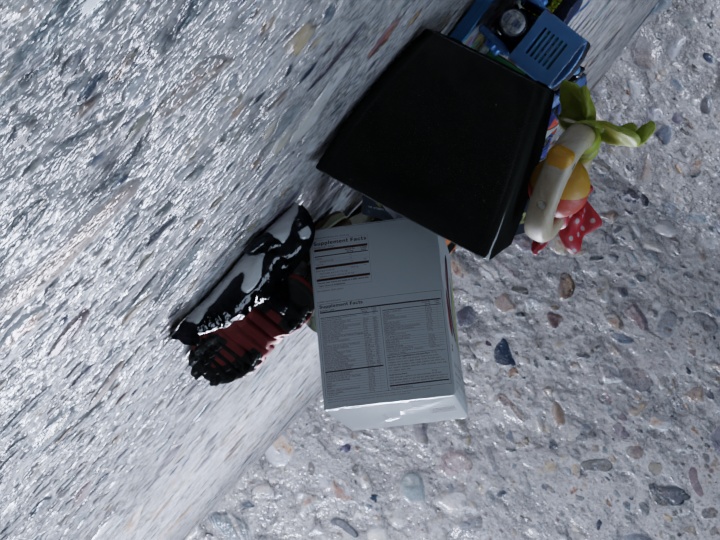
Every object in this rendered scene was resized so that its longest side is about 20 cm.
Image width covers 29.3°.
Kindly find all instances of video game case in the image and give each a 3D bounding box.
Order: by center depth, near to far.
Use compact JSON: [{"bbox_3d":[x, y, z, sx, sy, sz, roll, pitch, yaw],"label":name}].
[{"bbox_3d":[0.135,-0.275,1.613,0.143,0.018,0.200,-52,174,27],"label":"video game case"}]

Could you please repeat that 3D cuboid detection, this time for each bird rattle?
[{"bbox_3d":[0.209,-0.094,1.447,0.163,0.113,0.200,-37,157,-54],"label":"bird rattle"}]

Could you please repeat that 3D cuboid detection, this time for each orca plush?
[{"bbox_3d":[-0.105,0.019,1.444,0.200,0.071,0.105,-45,173,-35],"label":"orca plush"}]

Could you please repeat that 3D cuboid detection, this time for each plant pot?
[{"bbox_3d":[0.098,-0.142,1.437,0.178,0.200,0.200,-64,171,11],"label":"plant pot"}]

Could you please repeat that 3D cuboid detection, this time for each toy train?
[{"bbox_3d":[0.203,-0.260,1.568,0.087,0.114,0.200,-50,174,12],"label":"toy train"}]

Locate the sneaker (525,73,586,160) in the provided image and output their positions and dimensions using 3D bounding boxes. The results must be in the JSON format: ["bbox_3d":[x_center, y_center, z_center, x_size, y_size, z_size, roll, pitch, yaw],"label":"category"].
[{"bbox_3d":[0.204,-0.175,1.650,0.200,0.075,0.078,-44,136,-26],"label":"sneaker"}]

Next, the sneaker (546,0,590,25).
[{"bbox_3d":[0.283,-0.383,1.794,0.200,0.074,0.082,-45,180,40],"label":"sneaker"}]

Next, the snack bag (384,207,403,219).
[{"bbox_3d":[0.093,-0.151,1.639,0.200,0.021,0.189,-45,-159,4],"label":"snack bag"}]

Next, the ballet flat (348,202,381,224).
[{"bbox_3d":[0.016,-0.069,1.854,0.200,0.068,0.075,-45,161,-14],"label":"ballet flat"}]

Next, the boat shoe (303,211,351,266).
[{"bbox_3d":[-0.069,0.017,1.683,0.202,0.075,0.075,-47,174,-19],"label":"boat shoe"}]

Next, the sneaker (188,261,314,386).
[{"bbox_3d":[-0.118,0.057,1.571,0.200,0.071,0.098,-41,-165,30],"label":"sneaker"}]

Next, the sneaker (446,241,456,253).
[{"bbox_3d":[0.057,-0.001,1.855,0.200,0.070,0.090,-38,143,-16],"label":"sneaker"}]

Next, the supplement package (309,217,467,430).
[{"bbox_3d":[0.034,0.064,1.552,0.147,0.200,0.191,-7,166,6],"label":"supplement package"}]

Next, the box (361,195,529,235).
[{"bbox_3d":[0.126,-0.088,1.766,0.158,0.200,0.051,-15,114,-51],"label":"box"}]

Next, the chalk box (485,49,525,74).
[{"bbox_3d":[0.180,-0.197,1.768,0.125,0.124,0.200,-57,-179,5],"label":"chalk box"}]

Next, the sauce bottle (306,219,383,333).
[{"bbox_3d":[0.000,0.000,1.765,0.200,0.065,0.065,-50,176,-32],"label":"sauce bottle"}]
